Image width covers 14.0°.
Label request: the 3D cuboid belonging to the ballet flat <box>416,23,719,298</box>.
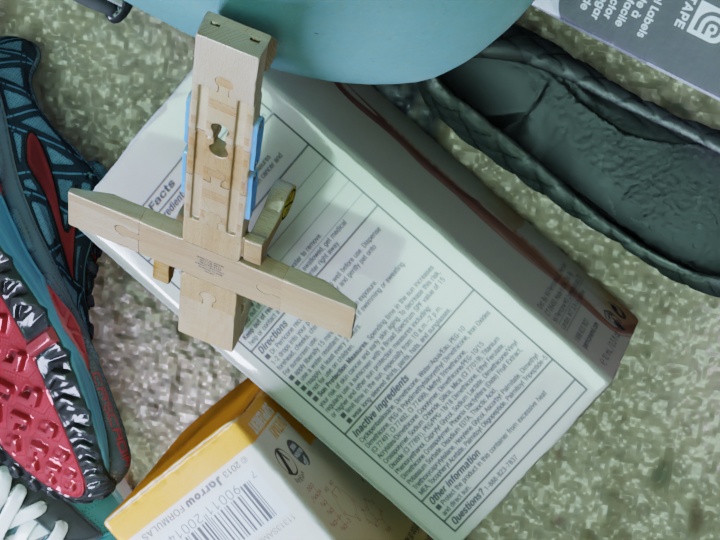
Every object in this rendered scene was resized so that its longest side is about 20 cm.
[{"bbox_3d":[0.107,-0.034,1.137,0.200,0.057,0.067,28,108,4],"label":"ballet flat"}]

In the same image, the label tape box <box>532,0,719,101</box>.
[{"bbox_3d":[0.182,-0.124,1.095,0.200,0.066,0.144,27,108,5],"label":"label tape box"}]

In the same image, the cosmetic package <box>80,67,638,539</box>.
[{"bbox_3d":[0.000,0.000,1.152,0.200,0.087,0.103,42,110,-2],"label":"cosmetic package"}]

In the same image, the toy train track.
[{"bbox_3d":[-0.046,-0.035,1.040,0.114,0.033,0.200,22,151,7],"label":"toy train track"}]

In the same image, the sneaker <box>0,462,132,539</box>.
[{"bbox_3d":[-0.169,0.076,1.208,0.071,0.080,0.200,-41,93,23],"label":"sneaker"}]

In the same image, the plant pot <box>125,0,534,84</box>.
[{"bbox_3d":[-0.011,-0.160,1.012,0.161,0.201,0.201,34,110,-27],"label":"plant pot"}]

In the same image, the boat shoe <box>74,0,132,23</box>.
[{"bbox_3d":[-0.179,-0.148,1.162,0.199,0.072,0.068,14,102,7],"label":"boat shoe"}]

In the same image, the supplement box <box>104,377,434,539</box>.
[{"bbox_3d":[0.001,0.138,1.167,0.073,0.126,0.200,-38,94,16],"label":"supplement box"}]

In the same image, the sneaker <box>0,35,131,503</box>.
[{"bbox_3d":[-0.125,-0.008,1.169,0.079,0.095,0.200,-23,89,48],"label":"sneaker"}]
